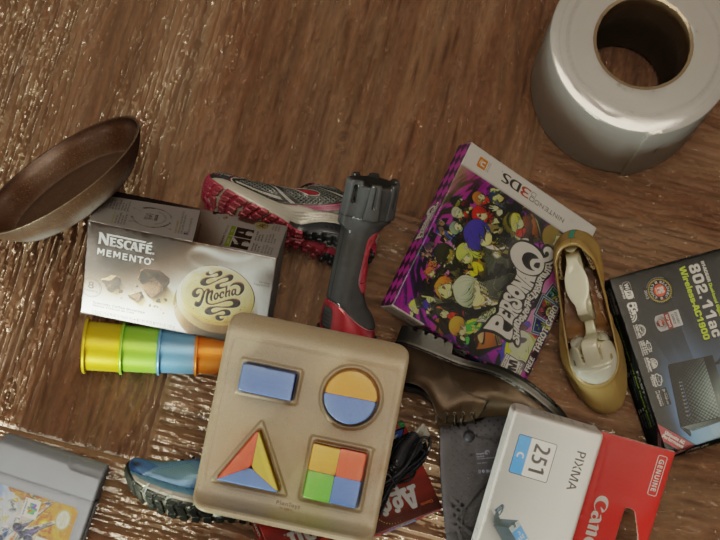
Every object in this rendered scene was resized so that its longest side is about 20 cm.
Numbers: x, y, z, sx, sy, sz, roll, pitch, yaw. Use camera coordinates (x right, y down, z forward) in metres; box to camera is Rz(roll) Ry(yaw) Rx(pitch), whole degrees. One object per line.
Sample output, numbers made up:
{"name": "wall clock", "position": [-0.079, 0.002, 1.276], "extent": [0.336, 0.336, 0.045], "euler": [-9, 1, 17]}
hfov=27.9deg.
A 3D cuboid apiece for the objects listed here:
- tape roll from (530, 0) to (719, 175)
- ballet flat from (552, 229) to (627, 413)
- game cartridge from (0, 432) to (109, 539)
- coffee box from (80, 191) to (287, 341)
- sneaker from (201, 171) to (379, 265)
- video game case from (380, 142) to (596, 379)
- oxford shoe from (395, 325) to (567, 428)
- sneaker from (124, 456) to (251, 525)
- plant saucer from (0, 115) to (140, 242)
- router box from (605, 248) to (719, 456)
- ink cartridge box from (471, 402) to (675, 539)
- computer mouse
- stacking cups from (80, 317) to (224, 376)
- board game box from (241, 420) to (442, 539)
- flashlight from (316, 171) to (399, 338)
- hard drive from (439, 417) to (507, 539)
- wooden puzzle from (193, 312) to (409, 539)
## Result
{"name": "tape roll", "position": [0.294, -0.223, 1.587], "extent": [0.201, 0.139, 0.205], "euler": [1, 76, -2]}
{"name": "ballet flat", "position": [0.236, 0.058, 1.533], "extent": [0.068, 0.063, 0.202], "euler": [-13, 92, 14]}
{"name": "game cartridge", "position": [-0.353, 0.277, 1.493], "extent": [0.132, 0.042, 0.202], "euler": [18, 76, -2]}
{"name": "coffee box", "position": [-0.185, -0.002, 1.518], "extent": [0.198, 0.080, 0.114], "euler": [12, 119, 0]}
{"name": "sneaker", "position": [-0.076, -0.064, 1.568], "extent": [0.198, 0.081, 0.075], "euler": [18, 59, -12]}
{"name": "video game case", "position": [0.139, -0.005, 1.548], "extent": [0.181, 0.036, 0.201], "euler": [32, 76, -19]}
{"name": "oxford shoe", "position": [0.117, 0.134, 1.502], "extent": [0.199, 0.073, 0.085], "euler": [21, 74, 17]}
{"name": "sneaker", "position": [-0.145, 0.212, 1.506], "extent": [0.198, 0.078, 0.091], "euler": [8, 66, -10]}
{"name": "plant saucer", "position": [-0.308, -0.089, 1.524], "extent": [0.200, 0.200, 0.037], "euler": [-36, 116, -10]}
{"name": "router box", "position": [0.358, 0.088, 1.553], "extent": [0.149, 0.062, 0.202], "euler": [-15, 78, -7]}
{"name": "ink cartridge box", "position": [0.207, 0.253, 1.447], "extent": [0.175, 0.045, 0.202], "euler": [16, 95, -1]}
{"name": "computer mouse", "position": [-0.028, 0.152, 1.482], "extent": [0.200, 0.053, 0.138], "euler": [40, 53, 9]}
{"name": "stacking cups", "position": [-0.194, 0.089, 1.539], "extent": [0.198, 0.061, 0.061], "euler": [6, 76, -6]}
{"name": "board game box", "position": [-0.020, 0.231, 1.484], "extent": [0.199, 0.019, 0.104], "euler": [-16, 73, -29]}
{"name": "flashlight", "position": [0.000, 0.000, 1.512], "extent": [0.067, 0.068, 0.202], "euler": [15, 107, 4]}
{"name": "hard drive", "position": [0.151, 0.247, 1.517], "extent": [0.134, 0.042, 0.202], "euler": [-5, 76, -3]}
{"name": "wooden puzzle", "position": [-0.058, 0.153, 1.424], "extent": [0.184, 0.046, 0.202], "euler": [11, 82, 2]}
